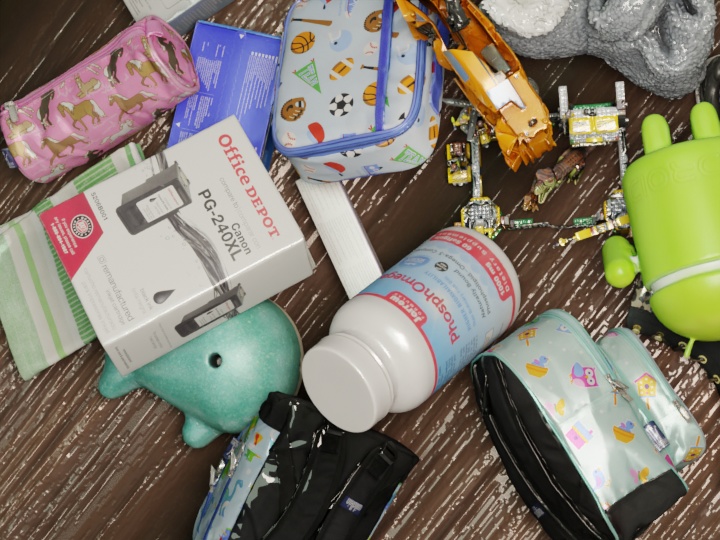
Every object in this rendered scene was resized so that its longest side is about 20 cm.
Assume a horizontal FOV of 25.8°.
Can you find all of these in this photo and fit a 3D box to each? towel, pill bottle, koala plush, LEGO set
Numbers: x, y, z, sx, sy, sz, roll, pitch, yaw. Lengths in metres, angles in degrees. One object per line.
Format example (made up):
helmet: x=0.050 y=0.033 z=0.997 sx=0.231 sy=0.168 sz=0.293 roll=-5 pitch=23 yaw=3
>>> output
towel: x=-0.266 y=-0.011 z=1.483 sx=0.199 sy=0.023 sz=0.154 roll=-30 pitch=71 yaw=16
pill bottle: x=0.043 y=0.052 z=1.362 sx=0.109 sy=0.109 sz=0.200 roll=46 pitch=51 yaw=9
koala plush: x=0.199 y=-0.236 z=1.378 sx=0.197 sy=0.177 sz=0.186 roll=-6 pitch=97 yaw=-1
LEGO set: x=0.166 y=-0.097 z=1.401 sx=0.197 sy=0.116 sz=0.156 roll=5 pitch=86 yaw=10

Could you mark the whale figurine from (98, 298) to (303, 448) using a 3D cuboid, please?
whale figurine: x=-0.153 y=0.083 z=1.446 sx=0.197 sy=0.104 sz=0.161 roll=3 pitch=87 yaw=12

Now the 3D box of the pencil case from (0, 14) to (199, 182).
pencil case: x=-0.244 y=-0.159 z=1.468 sx=0.198 sy=0.086 sz=0.084 roll=-27 pitch=80 yaw=20

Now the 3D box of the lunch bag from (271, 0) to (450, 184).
lunch bag: x=0.004 y=-0.180 z=1.414 sx=0.158 sy=0.076 sz=0.202 roll=-10 pitch=58 yaw=25

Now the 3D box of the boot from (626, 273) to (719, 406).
boot: x=0.307 y=0.082 z=1.394 sx=0.152 sy=0.073 sz=0.206 roll=17 pitch=96 yaw=19

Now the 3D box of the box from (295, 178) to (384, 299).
box: x=0.000 y=0.000 z=1.460 sx=0.041 sy=0.039 sz=0.202 roll=-26 pitch=82 yaw=5

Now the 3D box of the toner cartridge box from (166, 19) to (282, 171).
toner cartridge box: x=-0.129 y=-0.126 z=1.489 sx=0.094 sy=0.043 sz=0.203 roll=13 pitch=88 yaw=9

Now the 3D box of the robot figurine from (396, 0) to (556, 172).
robot figurine: x=0.090 y=-0.182 z=1.315 sx=0.058 sy=0.145 sz=0.201 roll=-36 pitch=79 yaw=4

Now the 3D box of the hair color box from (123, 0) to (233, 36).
hair color box: x=-0.140 y=-0.310 z=1.496 sx=0.199 sy=0.061 sz=0.100 roll=-33 pitch=82 yaw=6

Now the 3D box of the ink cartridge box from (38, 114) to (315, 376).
ink cartridge box: x=-0.159 y=-0.024 z=1.387 sx=0.198 sy=0.084 sz=0.146 roll=-28 pitch=68 yaw=-7

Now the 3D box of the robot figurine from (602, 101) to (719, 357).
robot figurine: x=0.286 y=-0.033 z=1.315 sx=0.173 sy=0.116 sz=0.203 roll=-13 pitch=76 yaw=9

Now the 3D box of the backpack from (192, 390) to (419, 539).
backpack: x=-0.067 y=0.220 z=1.401 sx=0.162 sy=0.153 sz=0.202 roll=25 pitch=80 yaw=-33

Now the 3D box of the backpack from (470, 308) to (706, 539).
backpack: x=0.189 y=0.130 z=1.355 sx=0.153 sy=0.176 sz=0.201 roll=-38 pitch=80 yaw=-13

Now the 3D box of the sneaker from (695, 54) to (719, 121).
sneaker: x=0.337 y=-0.100 z=1.389 sx=0.066 sy=0.090 sz=0.203 roll=-12 pitch=84 yaw=9
